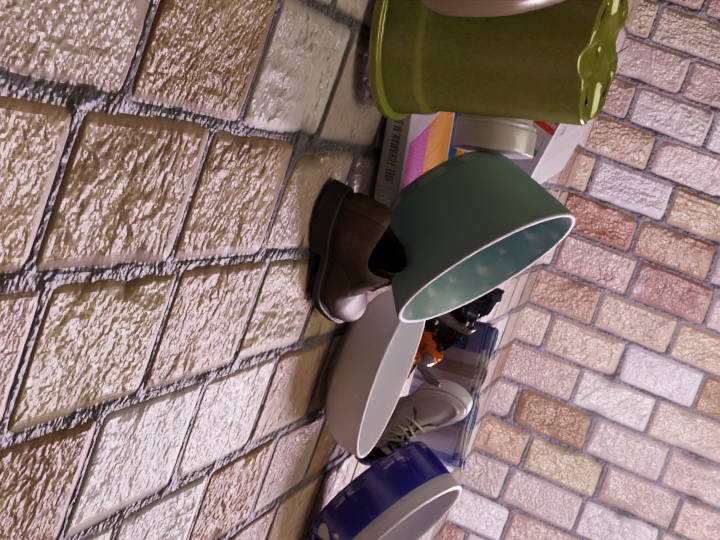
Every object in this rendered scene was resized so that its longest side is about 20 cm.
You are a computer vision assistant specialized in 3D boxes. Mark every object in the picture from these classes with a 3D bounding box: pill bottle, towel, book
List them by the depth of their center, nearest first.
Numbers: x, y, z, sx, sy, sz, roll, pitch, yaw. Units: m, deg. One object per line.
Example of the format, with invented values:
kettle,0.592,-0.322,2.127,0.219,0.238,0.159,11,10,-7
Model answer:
pill bottle,0.145,-0.216,1.367,0.111,0.110,0.202,7,92,-77
book,0.056,-0.129,1.424,0.134,0.048,0.201,-52,157,-52
towel,0.117,0.161,1.876,0.024,0.146,0.202,16,87,-34

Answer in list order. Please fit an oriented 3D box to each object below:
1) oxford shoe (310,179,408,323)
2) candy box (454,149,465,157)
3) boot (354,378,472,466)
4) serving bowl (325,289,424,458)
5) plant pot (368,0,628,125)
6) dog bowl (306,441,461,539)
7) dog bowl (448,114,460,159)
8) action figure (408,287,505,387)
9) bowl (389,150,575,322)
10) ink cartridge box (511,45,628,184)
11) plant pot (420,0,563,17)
oxford shoe,0.000,0.000,1.306,0.200,0.084,0.073,91,22,-62
candy box,0.145,-0.160,1.571,0.200,0.026,0.103,-46,152,-63
boot,0.066,0.210,1.818,0.200,0.073,0.096,-31,-159,55
serving bowl,0.009,0.107,1.561,0.200,0.065,0.202,21,90,-79
plant pot,0.130,-0.211,1.216,0.200,0.183,0.202,16,90,-71
dog bowl,0.031,0.312,1.776,0.199,0.079,0.200,-35,161,-14
dog bowl,0.099,-0.131,1.597,0.112,0.049,0.201,-47,156,-60
action figure,0.094,0.066,1.793,0.200,0.104,0.194,-44,-163,51
bowl,0.101,-0.043,1.364,0.200,0.106,0.201,-28,167,-7
ink cartridge box,0.236,-0.186,1.648,0.109,0.050,0.201,-33,156,-44
plant pot,0.091,-0.275,1.071,0.134,0.201,0.200,-34,-175,27
